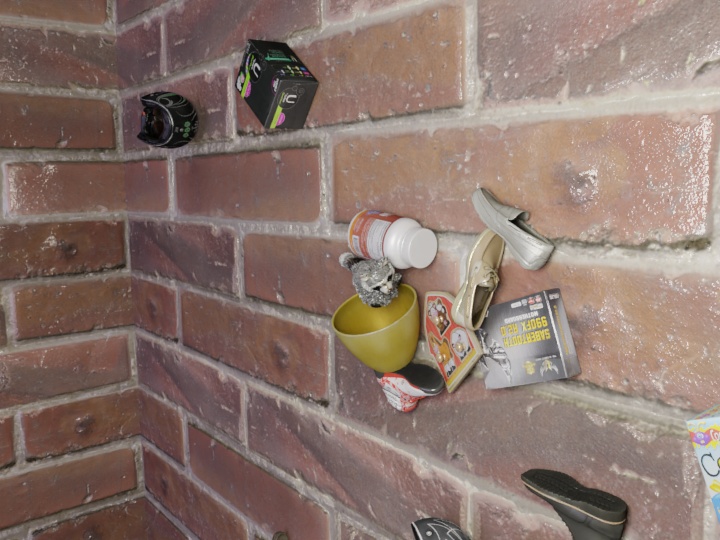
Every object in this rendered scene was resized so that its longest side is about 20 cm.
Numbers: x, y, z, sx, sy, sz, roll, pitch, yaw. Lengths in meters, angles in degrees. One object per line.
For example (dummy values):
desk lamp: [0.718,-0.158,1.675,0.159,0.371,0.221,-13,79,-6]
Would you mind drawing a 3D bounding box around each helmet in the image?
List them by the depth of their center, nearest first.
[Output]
helmet: [0.164,0.629,1.427,0.199,0.191,0.200,35,163,12]
helmet: [-0.642,-0.501,2.268,0.198,0.191,0.202,6,110,16]

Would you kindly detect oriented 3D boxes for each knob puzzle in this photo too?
knob puzzle: [0.173,0.132,1.430,0.219,0.030,0.222,170,90,-67]

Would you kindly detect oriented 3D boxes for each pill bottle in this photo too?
pill bottle: [0.071,-0.066,1.501,0.199,0.111,0.113,18,110,48]

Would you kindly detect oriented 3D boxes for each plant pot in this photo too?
plant pot: [0.052,0.142,1.519,0.199,0.200,0.143,11,130,50]

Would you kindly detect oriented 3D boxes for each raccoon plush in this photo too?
raccoon plush: [0.000,0.000,1.465,0.199,0.134,0.097,24,71,31]

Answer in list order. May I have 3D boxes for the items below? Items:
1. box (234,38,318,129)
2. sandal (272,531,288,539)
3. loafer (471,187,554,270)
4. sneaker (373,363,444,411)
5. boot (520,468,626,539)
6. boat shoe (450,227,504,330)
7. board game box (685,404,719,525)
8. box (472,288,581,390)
box: [-0.225,-0.492,1.801,0.201,0.123,0.149,55,135,30]
sandal: [-0.212,0.888,2.053,0.054,0.081,0.202,-28,65,27]
loafer: [0.284,-0.089,1.267,0.200,0.070,0.070,53,125,25]
sneaker: [0.121,0.266,1.515,0.200,0.067,0.109,8,128,47]
boot: [0.376,0.454,1.227,0.199,0.077,0.140,15,112,51]
boat shoe: [0.237,0.017,1.303,0.065,0.072,0.202,24,93,58]
board game box: [0.554,0.290,0.945,0.103,0.104,0.202,-26,76,49]
box: [0.304,0.133,1.285,0.199,0.048,0.160,-22,78,51]
